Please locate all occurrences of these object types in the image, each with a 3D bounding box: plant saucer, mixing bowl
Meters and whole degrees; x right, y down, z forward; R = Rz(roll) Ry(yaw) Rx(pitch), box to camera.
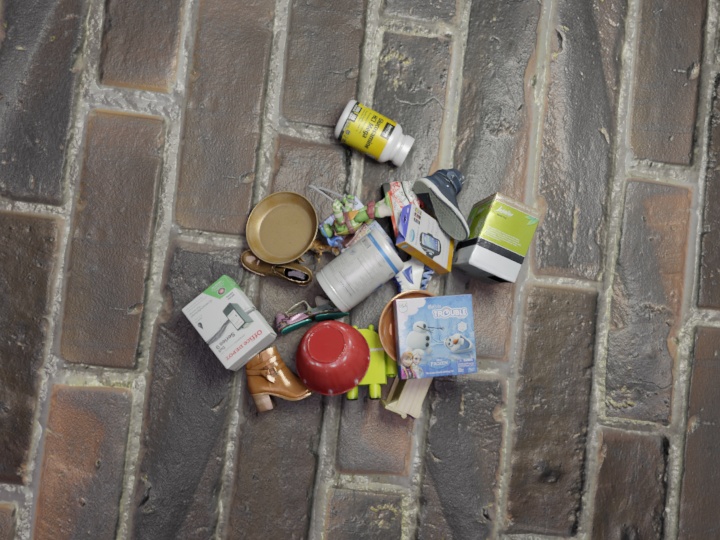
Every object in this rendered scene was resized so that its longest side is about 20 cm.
[{"bbox_3d":[0.141,0.149,1.438,0.199,0.037,0.201,1,87,-9],"label":"plant saucer"},{"bbox_3d":[-0.078,0.206,1.416,0.199,0.108,0.201,-3,63,6],"label":"mixing bowl"},{"bbox_3d":[-0.203,-0.110,1.471,0.199,0.035,0.201,-3,75,13],"label":"plant saucer"}]

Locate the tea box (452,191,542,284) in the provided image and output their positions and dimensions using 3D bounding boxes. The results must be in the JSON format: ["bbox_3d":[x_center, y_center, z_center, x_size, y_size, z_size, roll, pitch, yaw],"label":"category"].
[{"bbox_3d":[0.349,-0.078,1.466,0.133,0.200,0.197,24,85,-4],"label":"tea box"}]

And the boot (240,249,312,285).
[{"bbox_3d":[-0.223,-0.011,1.477,0.199,0.075,0.074,18,89,-3],"label":"boot"}]

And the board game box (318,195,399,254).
[{"bbox_3d":[-0.003,-0.083,1.517,0.135,0.034,0.200,-39,92,-4],"label":"board game box"}]

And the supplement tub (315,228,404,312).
[{"bbox_3d":[0.000,0.000,1.431,0.200,0.132,0.132,-37,92,4],"label":"supplement tub"}]

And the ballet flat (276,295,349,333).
[{"bbox_3d":[-0.131,0.110,1.491,0.199,0.069,0.071,-16,70,-5],"label":"ballet flat"}]

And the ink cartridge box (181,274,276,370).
[{"bbox_3d":[-0.335,0.136,1.437,0.146,0.084,0.200,-40,78,-6],"label":"ink cartridge box"}]

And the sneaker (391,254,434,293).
[{"bbox_3d":[0.120,0.040,1.509,0.115,0.081,0.200,21,80,0],"label":"sneaker"}]

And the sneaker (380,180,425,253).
[{"bbox_3d":[0.127,-0.151,1.498,0.108,0.067,0.202,-10,72,-7],"label":"sneaker"}]

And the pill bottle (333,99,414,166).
[{"bbox_3d":[0.038,-0.361,1.490,0.200,0.112,0.113,27,86,-4],"label":"pill bottle"}]

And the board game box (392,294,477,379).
[{"bbox_3d":[0.187,0.165,1.405,0.199,0.043,0.200,-4,87,-10],"label":"board game box"}]

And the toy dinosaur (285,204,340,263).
[{"bbox_3d":[-0.147,-0.077,1.504,0.200,0.060,0.106,32,75,10],"label":"toy dinosaur"}]

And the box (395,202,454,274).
[{"bbox_3d":[0.164,-0.086,1.452,0.200,0.041,0.119,30,57,-30],"label":"box"}]

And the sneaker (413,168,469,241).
[{"bbox_3d":[0.252,-0.184,1.488,0.146,0.077,0.203,-31,82,-39],"label":"sneaker"}]

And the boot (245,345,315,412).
[{"bbox_3d":[-0.203,0.273,1.474,0.199,0.074,0.155,-16,83,-11],"label":"boot"}]

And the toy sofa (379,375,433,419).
[{"bbox_3d":[0.136,0.290,1.495,0.097,0.083,0.201,23,86,-8],"label":"toy sofa"}]

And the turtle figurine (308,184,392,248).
[{"bbox_3d":[-0.023,-0.173,1.419,0.193,0.144,0.201,-14,72,6],"label":"turtle figurine"}]

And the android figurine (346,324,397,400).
[{"bbox_3d":[0.007,0.242,1.480,0.181,0.041,0.201,-7,68,11],"label":"android figurine"}]
